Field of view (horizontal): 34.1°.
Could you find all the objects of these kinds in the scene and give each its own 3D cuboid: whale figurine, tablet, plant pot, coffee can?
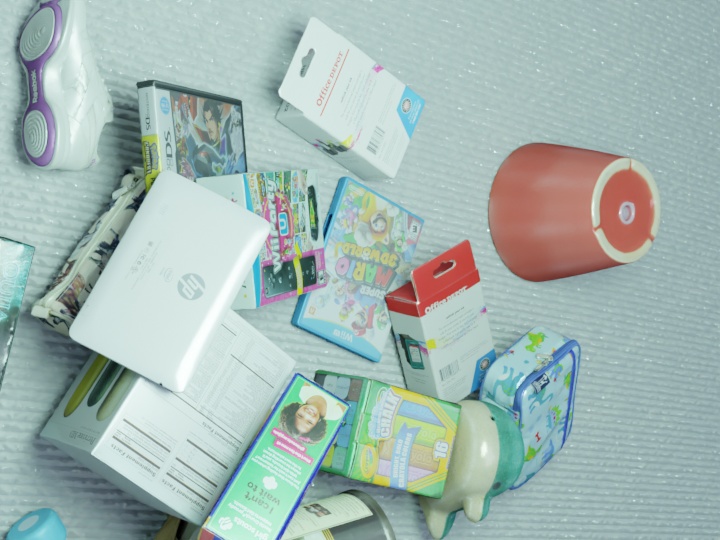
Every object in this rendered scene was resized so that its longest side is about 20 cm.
[{"bbox_3d":[0.143,0.261,1.525,0.103,0.160,0.201,7,126,-24],"label":"whale figurine"},{"bbox_3d":[-0.188,0.008,1.174,0.129,0.014,0.201,27,71,0],"label":"tablet"},{"bbox_3d":[0.307,-0.082,1.642,0.199,0.177,0.203,-2,93,-37],"label":"plant pot"},{"bbox_3d":[-0.073,0.355,1.391,0.198,0.146,0.148,-9,97,-35],"label":"coffee can"}]

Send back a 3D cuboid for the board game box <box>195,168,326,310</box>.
[{"bbox_3d":[-0.109,-0.039,1.348,0.200,0.064,0.149,-16,102,-66],"label":"board game box"}]

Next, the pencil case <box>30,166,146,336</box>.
[{"bbox_3d":[-0.274,-0.014,1.271,0.201,0.077,0.090,-59,139,-20],"label":"pencil case"}]

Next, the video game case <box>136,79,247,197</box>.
[{"bbox_3d":[-0.178,-0.108,1.305,0.200,0.025,0.183,-4,89,-68],"label":"video game case"}]

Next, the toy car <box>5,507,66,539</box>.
[{"bbox_3d":[-0.301,0.371,1.188,0.176,0.199,0.186,-38,113,-29],"label":"toy car"}]

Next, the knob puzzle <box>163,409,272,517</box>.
[{"bbox_3d":[-0.213,0.168,1.352,0.218,0.030,0.222,-2,93,-36],"label":"knob puzzle"}]

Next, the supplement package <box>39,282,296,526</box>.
[{"bbox_3d":[-0.203,0.135,1.245,0.150,0.151,0.201,41,68,-28],"label":"supplement package"}]

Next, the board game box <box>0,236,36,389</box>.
[{"bbox_3d":[-0.419,0.055,1.197,0.134,0.028,0.202,18,80,-36],"label":"board game box"}]

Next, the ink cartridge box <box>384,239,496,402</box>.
[{"bbox_3d":[0.105,0.067,1.548,0.116,0.067,0.202,-28,115,-34],"label":"ink cartridge box"}]

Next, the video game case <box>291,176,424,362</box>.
[{"bbox_3d":[0.000,0.000,1.513,0.142,0.018,0.202,27,76,-35],"label":"video game case"}]

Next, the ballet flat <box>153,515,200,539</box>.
[{"bbox_3d":[-0.170,0.257,1.330,0.068,0.063,0.202,35,71,-35],"label":"ballet flat"}]

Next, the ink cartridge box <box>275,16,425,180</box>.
[{"bbox_3d":[-0.025,-0.211,1.458,0.199,0.068,0.116,33,72,-33],"label":"ink cartridge box"}]

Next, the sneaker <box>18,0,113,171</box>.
[{"bbox_3d":[-0.312,-0.204,1.257,0.099,0.074,0.203,4,89,-55],"label":"sneaker"}]

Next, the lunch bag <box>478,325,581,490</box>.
[{"bbox_3d":[0.232,0.185,1.609,0.160,0.082,0.202,-32,136,-39],"label":"lunch bag"}]

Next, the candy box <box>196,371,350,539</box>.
[{"bbox_3d":[-0.100,0.235,1.240,0.077,0.170,0.201,28,56,2],"label":"candy box"}]

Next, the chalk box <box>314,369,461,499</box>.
[{"bbox_3d":[0.005,0.200,1.458,0.199,0.124,0.125,19,80,-33],"label":"chalk box"}]
